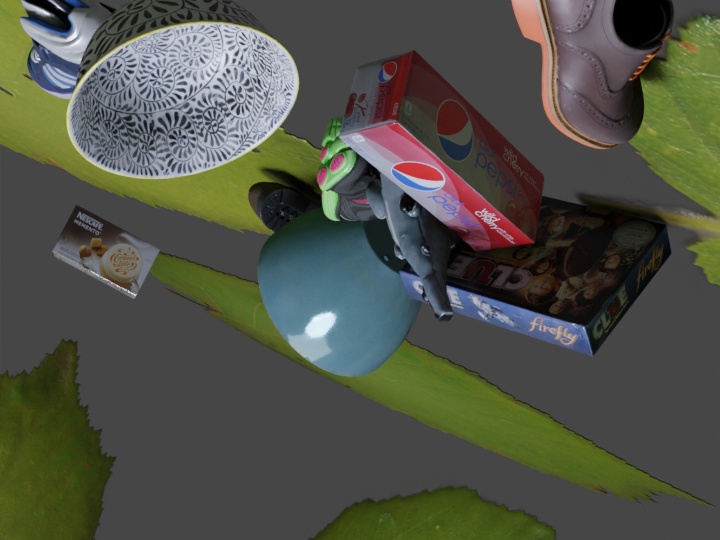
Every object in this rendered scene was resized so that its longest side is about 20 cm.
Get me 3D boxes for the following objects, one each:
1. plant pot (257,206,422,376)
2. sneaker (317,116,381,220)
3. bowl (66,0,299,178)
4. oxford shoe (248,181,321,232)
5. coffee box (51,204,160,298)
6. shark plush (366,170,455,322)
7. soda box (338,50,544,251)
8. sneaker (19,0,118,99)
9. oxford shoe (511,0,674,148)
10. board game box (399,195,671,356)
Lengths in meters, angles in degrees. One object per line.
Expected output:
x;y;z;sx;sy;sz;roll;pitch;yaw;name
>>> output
0.000;0.000;1.406;0.199;0.202;0.135;31;133;-22;plant pot
0.002;-0.097;1.218;0.082;0.078;0.200;8;171;3;sneaker
-0.158;-0.175;1.043;0.198;0.095;0.202;-15;152;-8;bowl
-0.062;-0.058;1.553;0.199;0.073;0.084;38;180;-36;oxford shoe
-0.539;-0.039;2.604;0.198;0.115;0.080;29;169;-10;coffee box
0.039;-0.043;1.066;0.090;0.202;0.084;-7;150;13;shark plush
0.072;-0.092;1.009;0.063;0.071;0.199;-8;148;41;soda box
-0.301;-0.239;1.237;0.199;0.081;0.147;22;161;38;sneaker
0.146;-0.126;0.716;0.072;0.072;0.200;14;164;29;oxford shoe
0.150;-0.007;1.076;0.198;0.136;0.035;17;141;39;board game box
